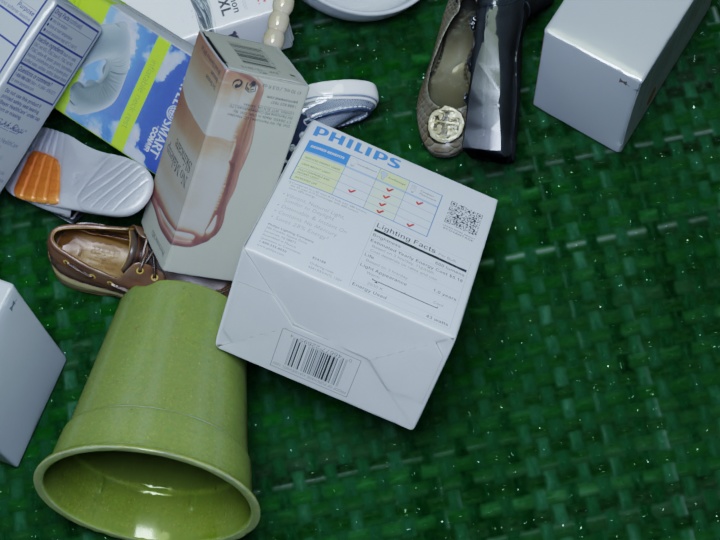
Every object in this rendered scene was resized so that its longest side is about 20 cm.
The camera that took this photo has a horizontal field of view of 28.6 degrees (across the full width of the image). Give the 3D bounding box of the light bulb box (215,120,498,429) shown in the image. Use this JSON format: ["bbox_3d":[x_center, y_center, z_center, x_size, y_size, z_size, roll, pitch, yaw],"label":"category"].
[{"bbox_3d":[0.000,0.000,1.266,0.196,0.126,0.201,23,41,0],"label":"light bulb box"}]

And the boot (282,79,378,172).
[{"bbox_3d":[-0.072,-0.124,1.408,0.197,0.073,0.092,-13,74,7],"label":"boot"}]

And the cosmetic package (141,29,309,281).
[{"bbox_3d":[-0.128,-0.104,1.299,0.086,0.202,0.104,8,24,-28],"label":"cosmetic package"}]

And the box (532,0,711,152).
[{"bbox_3d":[0.267,-0.249,1.390,0.106,0.153,0.201,30,73,13],"label":"box"}]

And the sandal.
[{"bbox_3d":[-0.271,-0.080,1.387,0.205,0.059,0.080,20,71,36],"label":"sandal"}]

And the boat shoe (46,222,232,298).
[{"bbox_3d":[-0.209,-0.005,1.364,0.197,0.068,0.073,10,70,6],"label":"boat shoe"}]

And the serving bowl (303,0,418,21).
[{"bbox_3d":[-0.012,-0.345,1.473,0.197,0.066,0.203,5,73,-16],"label":"serving bowl"}]

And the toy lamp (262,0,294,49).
[{"bbox_3d":[-0.077,-0.245,1.373,0.057,0.058,0.203,15,84,8],"label":"toy lamp"}]

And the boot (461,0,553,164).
[{"bbox_3d":[0.149,-0.205,1.411,0.065,0.164,0.203,-1,86,29],"label":"boot"}]

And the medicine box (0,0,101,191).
[{"bbox_3d":[-0.374,-0.200,1.311,0.181,0.103,0.201,35,93,16],"label":"medicine box"}]

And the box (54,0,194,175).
[{"bbox_3d":[-0.220,-0.181,1.359,0.199,0.048,0.123,32,108,11],"label":"box"}]

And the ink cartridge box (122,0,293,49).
[{"bbox_3d":[-0.183,-0.280,1.459,0.197,0.084,0.146,-18,70,-3],"label":"ink cartridge box"}]

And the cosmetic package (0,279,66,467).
[{"bbox_3d":[-0.396,0.069,1.274,0.197,0.200,0.124,17,70,9],"label":"cosmetic package"}]

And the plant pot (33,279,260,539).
[{"bbox_3d":[-0.173,0.120,1.268,0.197,0.201,0.192,5,56,4],"label":"plant pot"}]

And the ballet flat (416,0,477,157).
[{"bbox_3d":[0.099,-0.211,1.440,0.066,0.046,0.202,12,70,8],"label":"ballet flat"}]
